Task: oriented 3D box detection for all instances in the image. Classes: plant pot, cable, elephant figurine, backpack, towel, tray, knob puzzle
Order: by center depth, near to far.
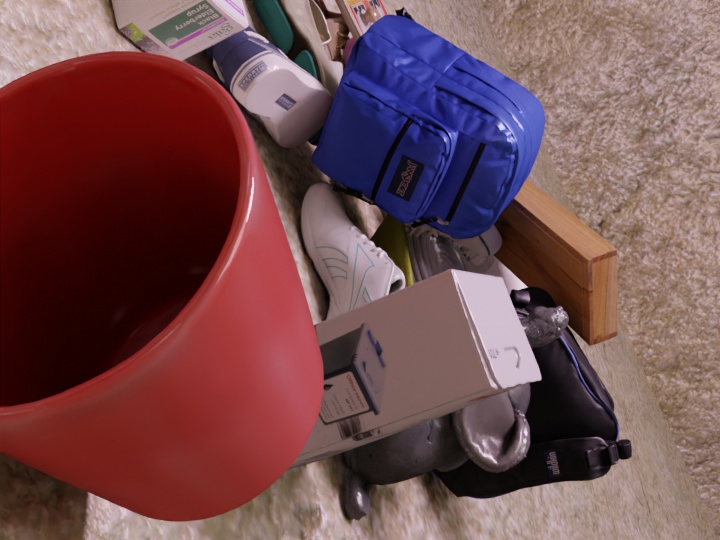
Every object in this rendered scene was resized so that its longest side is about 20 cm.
[{"bbox_3d":[-0.111,0.025,0.564,0.178,0.199,0.202,62,14,-51],"label":"plant pot"},{"bbox_3d":[0.087,0.115,0.974,0.198,0.156,0.142,9,27,-18],"label":"elephant figurine"},{"bbox_3d":[0.065,-0.121,1.108,0.199,0.163,0.168,28,41,6],"label":"backpack"},{"bbox_3d":[0.031,0.029,1.118,0.018,0.086,0.201,19,39,-23],"label":"towel"},{"bbox_3d":[0.137,0.125,1.133,0.201,0.190,0.154,57,14,-9],"label":"backpack"},{"bbox_3d":[0.189,-0.019,1.153,0.200,0.037,0.099,-129,-155,-54],"label":"tray"},{"bbox_3d":[0.088,0.043,1.287,0.200,0.069,0.201,17,52,-68],"label":"cable"},{"bbox_3d":[0.044,-0.251,1.354,0.220,0.030,0.220,53,23,-34],"label":"knob puzzle"}]

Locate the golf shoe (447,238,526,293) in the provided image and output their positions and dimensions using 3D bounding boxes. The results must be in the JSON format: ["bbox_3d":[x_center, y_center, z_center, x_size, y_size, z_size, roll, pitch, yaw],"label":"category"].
[{"bbox_3d":[0.124,-0.031,1.290,0.097,0.078,0.201,8,54,-47],"label":"golf shoe"}]

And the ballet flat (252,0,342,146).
[{"bbox_3d":[-0.053,-0.226,1.203,0.069,0.069,0.201,13,55,-68],"label":"ballet flat"}]

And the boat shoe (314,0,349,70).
[{"bbox_3d":[-0.046,-0.272,1.293,0.201,0.069,0.074,60,19,-20],"label":"boat shoe"}]

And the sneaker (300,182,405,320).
[{"bbox_3d":[0.000,0.000,1.073,0.070,0.080,0.202,31,38,-58],"label":"sneaker"}]

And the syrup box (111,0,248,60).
[{"bbox_3d":[-0.164,-0.279,0.943,0.081,0.078,0.201,32,38,-61],"label":"syrup box"}]

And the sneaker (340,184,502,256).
[{"bbox_3d":[0.060,-0.065,1.225,0.200,0.071,0.073,36,-15,24],"label":"sneaker"}]

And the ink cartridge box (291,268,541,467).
[{"bbox_3d":[0.009,0.075,0.802,0.086,0.199,0.146,69,18,10],"label":"ink cartridge box"}]

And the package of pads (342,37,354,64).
[{"bbox_3d":[0.042,-0.198,1.447,0.121,0.075,0.201,47,26,-52],"label":"package of pads"}]

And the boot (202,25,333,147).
[{"bbox_3d":[-0.088,-0.183,1.068,0.091,0.073,0.200,51,3,14],"label":"boot"}]
